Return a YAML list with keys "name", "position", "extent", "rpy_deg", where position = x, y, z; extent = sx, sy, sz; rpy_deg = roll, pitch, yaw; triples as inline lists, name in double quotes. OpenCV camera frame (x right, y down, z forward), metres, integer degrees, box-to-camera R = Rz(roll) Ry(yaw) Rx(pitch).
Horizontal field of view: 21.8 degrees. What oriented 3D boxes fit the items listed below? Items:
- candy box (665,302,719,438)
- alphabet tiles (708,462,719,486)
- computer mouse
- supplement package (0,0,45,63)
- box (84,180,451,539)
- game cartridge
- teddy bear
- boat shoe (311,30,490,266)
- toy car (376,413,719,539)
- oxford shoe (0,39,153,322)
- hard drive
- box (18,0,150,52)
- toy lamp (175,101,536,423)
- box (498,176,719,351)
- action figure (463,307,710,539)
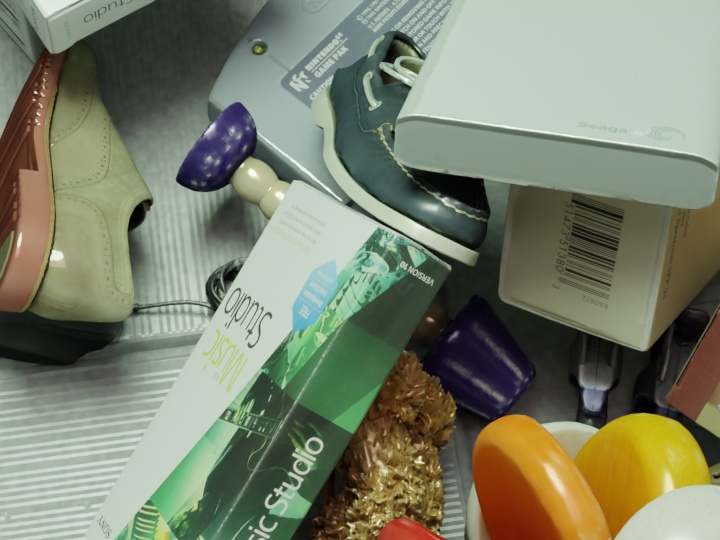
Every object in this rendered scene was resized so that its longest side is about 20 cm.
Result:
- name: "candy box"
  position: [0.223, -0.015, 0.880]
  extent: [0.055, 0.116, 0.200]
  rpy_deg: [32, 45, 13]
- name: "alphabet tiles"
  position: [0.244, 0.078, 0.799]
  extent: [0.167, 0.200, 0.008]
  rpy_deg: [-21, 98, -35]
- name: "computer mouse"
  position: [-0.109, 0.014, 0.937]
  extent: [0.199, 0.034, 0.059]
  rpy_deg: [0, 64, -3]
- name: "supplement package"
  position: [-0.179, -0.247, 1.013]
  extent: [0.156, 0.111, 0.200]
  rpy_deg: [-37, 72, -17]
- name: "box"
  position: [-0.047, 0.063, 0.826]
  extent: [0.036, 0.144, 0.200]
  rpy_deg: [29, 91, -22]
- name: "game cartridge"
  position: [0.019, -0.121, 1.003]
  extent: [0.133, 0.041, 0.200]
  rpy_deg: [41, 70, 12]
- name: "teddy bear"
  position: [0.008, 0.134, 0.830]
  extent: [0.067, 0.145, 0.201]
  rpy_deg: [10, 59, 15]
- name: "boat shoe"
  position: [0.027, -0.061, 0.864]
  extent: [0.075, 0.200, 0.062]
  rpy_deg: [33, 103, -17]
- name: "toy car"
  position: [0.069, 0.153, 0.745]
  extent: [0.149, 0.175, 0.201]
  rpy_deg: [6, 94, -23]
- name: "oxford shoe"
  position: [-0.143, -0.045, 0.939]
  extent: [0.075, 0.071, 0.200]
  rpy_deg: [19, 42, -20]
- name: "hard drive"
  position: [0.099, -0.092, 0.835]
  extent: [0.131, 0.026, 0.200]
  rpy_deg: [9, 30, 9]
- name: "box"
  position: [-0.137, -0.219, 0.913]
  extent: [0.144, 0.036, 0.200]
  rpy_deg: [-30, 72, -14]
- name: "toy lamp"
  position: [0.000, 0.000, 0.924]
  extent: [0.200, 0.058, 0.058]
  rpy_deg: [40, 70, 5]
- name: "box"
  position: [0.147, -0.053, 0.891]
  extent: [0.078, 0.095, 0.200]
  rpy_deg: [20, 36, 24]
- name: "action figure"
  position: [0.116, 0.109, 0.883]
  extent: [0.130, 0.069, 0.201]
  rpy_deg: [13, 69, -4]
